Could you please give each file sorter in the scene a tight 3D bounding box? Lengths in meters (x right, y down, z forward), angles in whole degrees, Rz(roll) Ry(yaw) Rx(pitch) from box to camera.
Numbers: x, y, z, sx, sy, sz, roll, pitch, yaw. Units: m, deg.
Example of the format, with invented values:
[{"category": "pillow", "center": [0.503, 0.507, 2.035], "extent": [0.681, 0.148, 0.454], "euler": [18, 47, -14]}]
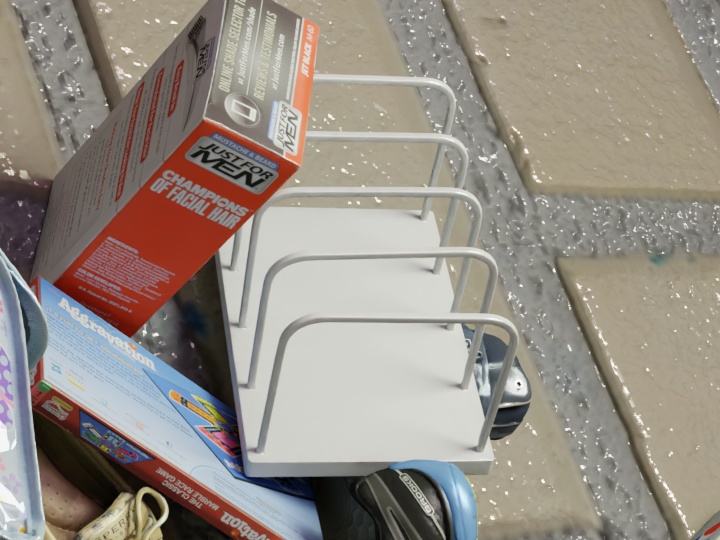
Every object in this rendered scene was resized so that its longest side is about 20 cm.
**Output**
[{"category": "file sorter", "center": [0.000, 0.000, 1.131], "extent": [0.139, 0.125, 0.200], "euler": [0, 46, -13]}]

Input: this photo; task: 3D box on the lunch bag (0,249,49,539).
[{"category": "lunch bag", "center": [-0.226, 0.067, 0.932], "extent": [0.127, 0.170, 0.200], "euler": [9, 52, -32]}]

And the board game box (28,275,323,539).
[{"category": "board game box", "center": [-0.100, 0.087, 1.087], "extent": [0.200, 0.019, 0.103], "euler": [37, 19, -27]}]

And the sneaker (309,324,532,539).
[{"category": "sneaker", "center": [0.041, 0.108, 1.201], "extent": [0.146, 0.077, 0.202], "euler": [14, 50, -29]}]

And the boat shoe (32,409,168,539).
[{"category": "boat shoe", "center": [-0.153, 0.121, 1.034], "extent": [0.200, 0.063, 0.073], "euler": [44, 40, -5]}]

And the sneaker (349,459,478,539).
[{"category": "sneaker", "center": [0.019, 0.201, 1.083], "extent": [0.083, 0.071, 0.200], "euler": [1, 90, -3]}]

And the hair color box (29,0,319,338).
[{"category": "hair color box", "center": [-0.105, -0.053, 1.107], "extent": [0.064, 0.200, 0.111], "euler": [26, 45, -22]}]

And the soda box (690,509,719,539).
[{"category": "soda box", "center": [0.227, 0.210, 1.289], "extent": [0.068, 0.063, 0.200], "euler": [53, 41, 6]}]
